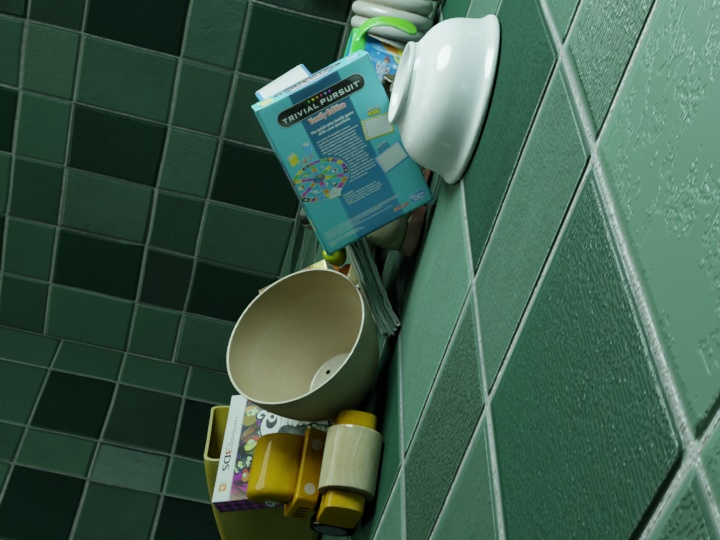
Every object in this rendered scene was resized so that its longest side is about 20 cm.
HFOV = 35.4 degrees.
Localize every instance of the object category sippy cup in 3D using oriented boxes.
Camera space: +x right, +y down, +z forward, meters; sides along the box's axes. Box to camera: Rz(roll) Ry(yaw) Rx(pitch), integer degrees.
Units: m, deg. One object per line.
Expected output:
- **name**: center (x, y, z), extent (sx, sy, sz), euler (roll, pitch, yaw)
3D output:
- **sippy cup**: center (0.035, -0.271, 1.642), extent (0.178, 0.130, 0.140), euler (123, 160, -70)

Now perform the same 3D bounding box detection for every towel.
- **towel**: center (0.009, 0.004, 1.526), extent (0.200, 0.031, 0.150), euler (-120, 9, -82)

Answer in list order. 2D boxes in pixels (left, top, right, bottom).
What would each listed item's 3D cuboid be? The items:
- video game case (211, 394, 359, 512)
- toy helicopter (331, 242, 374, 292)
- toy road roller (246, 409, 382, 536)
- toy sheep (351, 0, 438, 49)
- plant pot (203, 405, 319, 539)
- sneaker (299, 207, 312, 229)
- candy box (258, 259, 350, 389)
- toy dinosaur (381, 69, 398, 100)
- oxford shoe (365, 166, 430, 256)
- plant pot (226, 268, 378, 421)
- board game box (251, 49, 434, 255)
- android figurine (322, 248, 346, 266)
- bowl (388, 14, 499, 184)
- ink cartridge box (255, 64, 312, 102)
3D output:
- **video game case**: center (-0.103, 0.249, 1.603), extent (0.036, 0.199, 0.182), euler (62, -154, -45)
- **toy helicopter**: center (0.000, 0.000, 1.762), extent (0.133, 0.079, 0.200), euler (98, -170, -53)
- **toy road roller**: center (-0.062, 0.254, 1.422), extent (0.200, 0.145, 0.123), euler (117, 164, -62)
- **toy sheep**: center (0.050, -0.380, 1.709), extent (0.138, 0.137, 0.201), euler (-117, 40, -78)
- **plant pot**: center (-0.140, 0.334, 1.769), extent (0.200, 0.199, 0.177), euler (-103, 15, -73)
- **sneaker**: center (-0.044, -0.131, 1.475), extent (0.199, 0.114, 0.076), euler (-38, 27, 49)
- **candy box**: center (-0.067, 0.098, 1.607), extent (0.055, 0.115, 0.201), euler (42, -153, -56)
- **toy dinosaur**: center (0.035, -0.214, 1.428), extent (0.077, 0.199, 0.103), euler (53, 151, 35)
- **oxford shoe**: center (0.050, -0.118, 1.481), extent (0.071, 0.073, 0.201), euler (115, 166, -58)
- **plant pot**: center (-0.055, 0.117, 1.467), extent (0.135, 0.200, 0.201), euler (52, -145, -44)
- **board game box**: center (-0.020, -0.142, 1.368), extent (0.201, 0.151, 0.047), euler (64, 176, -19)
- **android figurine**: center (-0.007, -0.093, 1.780), extent (0.182, 0.041, 0.200), euler (-60, -9, -3)
- **bowl**: center (0.087, -0.206, 1.298), extent (0.201, 0.090, 0.202), euler (-166, 90, -83)
- **ink cartridge box**: center (-0.055, -0.170, 1.606), extent (0.145, 0.084, 0.200), euler (52, 172, 34)
